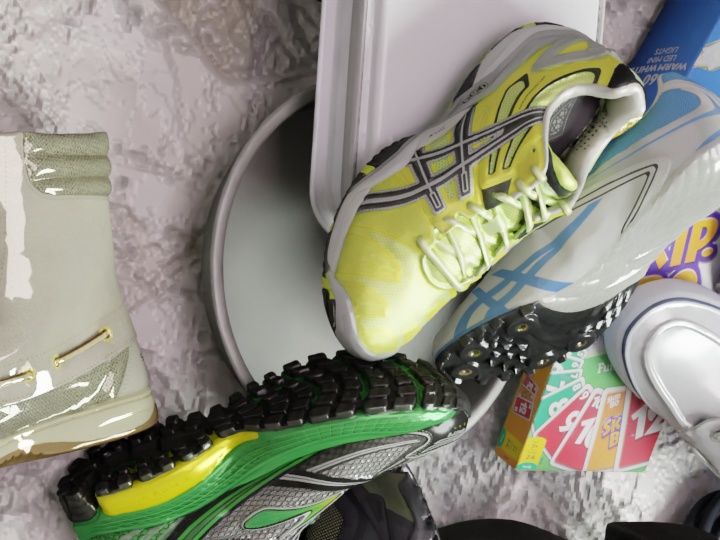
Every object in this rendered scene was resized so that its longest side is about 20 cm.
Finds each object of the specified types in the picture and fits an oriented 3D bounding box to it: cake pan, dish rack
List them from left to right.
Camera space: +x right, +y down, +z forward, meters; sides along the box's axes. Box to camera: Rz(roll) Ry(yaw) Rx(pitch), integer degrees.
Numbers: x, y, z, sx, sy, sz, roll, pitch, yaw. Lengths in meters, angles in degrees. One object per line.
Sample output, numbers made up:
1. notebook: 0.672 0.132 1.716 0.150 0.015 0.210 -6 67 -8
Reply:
1. cake pan: 0.000 0.000 1.415 0.200 0.037 0.201 1 87 -35
2. dish rack: 0.059 -0.111 1.388 0.172 0.044 0.200 -4 104 -35

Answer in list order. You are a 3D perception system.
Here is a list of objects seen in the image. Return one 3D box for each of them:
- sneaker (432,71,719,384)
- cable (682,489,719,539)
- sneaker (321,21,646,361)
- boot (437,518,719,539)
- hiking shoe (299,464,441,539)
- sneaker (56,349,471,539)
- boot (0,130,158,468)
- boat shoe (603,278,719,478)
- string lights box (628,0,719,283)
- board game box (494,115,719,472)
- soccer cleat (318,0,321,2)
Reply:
1. sneaker: 0.111 -0.017 1.392 0.200 0.073 0.072 -43 142 17
2. cable: 0.238 0.194 1.567 0.200 0.051 0.163 -13 96 -34
3. sneaker: 0.057 -0.039 1.330 0.200 0.076 0.075 -52 126 -12
4. boot: 0.107 0.224 1.463 0.200 0.069 0.174 2 102 -16
5. hiking shoe: 0.002 0.186 1.338 0.101 0.200 0.076 -18 139 5
6. sneaker: -0.040 0.099 1.335 0.200 0.078 0.085 -20 111 3
7. boot: -0.188 0.015 1.265 0.200 0.072 0.155 -11 95 -40
8. boat shoe: 0.207 0.076 1.475 0.074 0.065 0.200 -47 125 8
9. string lights box: 0.207 -0.102 1.549 0.103 0.059 0.200 42 67 -29
10. board game box: 0.144 0.015 1.469 0.095 0.030 0.200 4 111 -37
11. soccer cleat: 0.012 -0.165 1.414 0.200 0.068 0.073 37 65 -32
